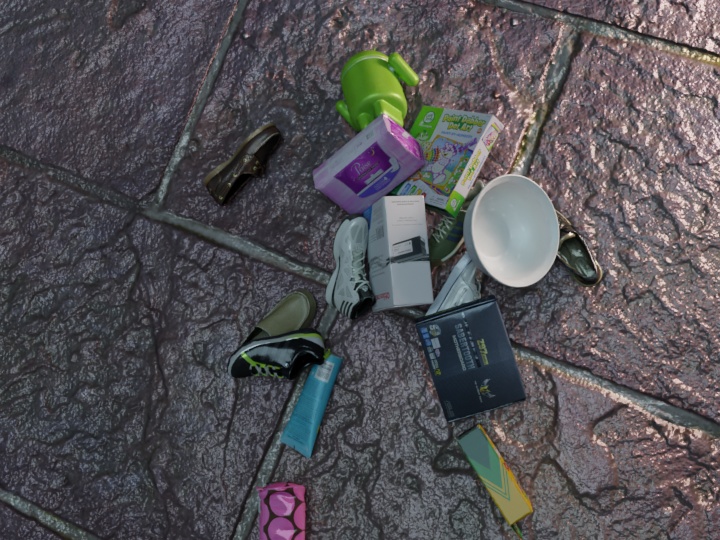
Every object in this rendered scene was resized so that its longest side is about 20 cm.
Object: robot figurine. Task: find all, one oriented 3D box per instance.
[{"bbox_3d":[0.025,-0.354,1.458,0.175,0.115,0.201,-37,51,31],"label":"robot figurine"}]

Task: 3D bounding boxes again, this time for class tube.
[{"bbox_3d":[-0.093,0.255,1.426,0.077,0.050,0.201,20,87,36],"label":"tube"}]

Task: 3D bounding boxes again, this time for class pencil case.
[{"bbox_3d":[-0.152,0.503,1.374,0.093,0.091,0.202,4,77,-24],"label":"pencil case"}]

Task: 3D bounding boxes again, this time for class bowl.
[{"bbox_3d":[0.260,-0.069,1.342,0.200,0.090,0.203,2,86,-26],"label":"bowl"}]

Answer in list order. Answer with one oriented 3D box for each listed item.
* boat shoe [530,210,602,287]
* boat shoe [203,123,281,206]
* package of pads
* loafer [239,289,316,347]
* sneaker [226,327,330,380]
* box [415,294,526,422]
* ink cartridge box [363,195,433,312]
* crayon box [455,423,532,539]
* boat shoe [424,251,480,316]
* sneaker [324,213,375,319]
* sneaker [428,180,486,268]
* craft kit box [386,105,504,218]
[{"bbox_3d":[0.384,-0.058,1.380,0.073,0.065,0.200,-41,75,2],"label":"boat shoe"},{"bbox_3d":[-0.234,-0.217,1.523,0.200,0.070,0.070,-43,69,10],"label":"boat shoe"},{"bbox_3d":[0.014,-0.199,1.412,0.200,0.120,0.076,-36,38,27],"label":"package of pads"},{"bbox_3d":[-0.166,0.119,1.451,0.076,0.067,0.200,41,92,11],"label":"loafer"},{"bbox_3d":[-0.156,0.171,1.385,0.199,0.072,0.083,-20,49,-3],"label":"sneaker"},{"bbox_3d":[0.203,0.163,1.354,0.157,0.051,0.201,-17,97,7],"label":"box"},{"bbox_3d":[0.069,-0.028,1.378,0.084,0.145,0.202,-3,85,-15],"label":"ink cartridge box"},{"bbox_3d":[0.246,0.372,1.301,0.051,0.127,0.201,-33,77,3],"label":"crayon box"},{"bbox_3d":[0.198,0.050,1.392,0.086,0.075,0.203,32,90,15],"label":"boat shoe"},{"bbox_3d":[0.000,0.000,1.390,0.115,0.075,0.202,37,123,45],"label":"sneaker"},{"bbox_3d":[0.177,-0.096,1.404,0.200,0.090,0.067,-37,41,-1],"label":"sneaker"},{"bbox_3d":[0.151,-0.214,1.408,0.199,0.048,0.198,23,81,50],"label":"craft kit box"}]
